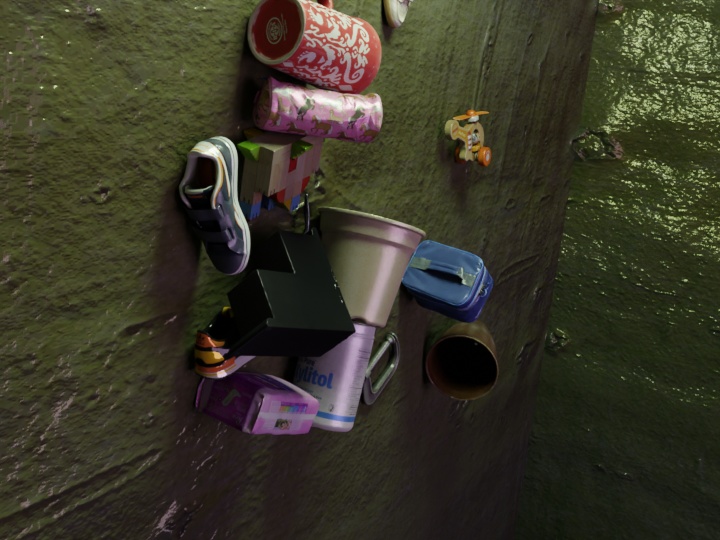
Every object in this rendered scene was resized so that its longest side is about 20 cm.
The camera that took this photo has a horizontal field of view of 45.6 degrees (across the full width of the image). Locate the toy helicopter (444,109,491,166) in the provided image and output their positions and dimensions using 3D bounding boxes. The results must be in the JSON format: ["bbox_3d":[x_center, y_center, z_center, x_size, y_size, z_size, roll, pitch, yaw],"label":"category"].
[{"bbox_3d":[0.253,-0.330,2.049,0.200,0.079,0.133,7,94,-60],"label":"toy helicopter"}]

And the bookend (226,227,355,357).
[{"bbox_3d":[-0.132,0.028,1.348,0.199,0.092,0.200,7,54,-51],"label":"bookend"}]

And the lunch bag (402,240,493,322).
[{"bbox_3d":[0.204,0.025,1.967,0.136,0.199,0.132,-65,149,-13],"label":"lunch bag"}]

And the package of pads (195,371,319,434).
[{"bbox_3d":[-0.165,0.215,1.398,0.200,0.120,0.076,22,87,-64],"label":"package of pads"}]

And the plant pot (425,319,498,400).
[{"bbox_3d":[0.280,0.210,2.260,0.200,0.186,0.188,-58,151,-62],"label":"plant pot"}]

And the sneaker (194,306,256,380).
[{"bbox_3d":[-0.187,0.089,1.352,0.200,0.070,0.090,-40,138,-49],"label":"sneaker"}]

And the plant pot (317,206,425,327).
[{"bbox_3d":[0.000,0.000,1.540,0.200,0.200,0.185,18,85,-64],"label":"plant pot"}]

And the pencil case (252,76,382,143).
[{"bbox_3d":[-0.063,-0.247,1.326,0.199,0.083,0.087,5,75,-23],"label":"pencil case"}]

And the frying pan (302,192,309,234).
[{"bbox_3d":[-0.095,-0.023,1.482,0.115,0.031,0.191,-100,-174,-55],"label":"frying pan"}]

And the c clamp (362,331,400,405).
[{"bbox_3d":[0.042,0.211,1.919,0.200,0.027,0.172,-46,140,-47],"label":"c clamp"}]

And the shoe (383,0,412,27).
[{"bbox_3d":[0.085,-0.563,1.625,0.070,0.053,0.201,-15,114,-61],"label":"shoe"}]

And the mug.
[{"bbox_3d":[-0.086,-0.366,1.334,0.133,0.178,0.200,-46,158,22],"label":"mug"}]

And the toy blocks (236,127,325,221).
[{"bbox_3d":[-0.126,-0.154,1.364,0.200,0.100,0.137,-37,145,-53],"label":"toy blocks"}]

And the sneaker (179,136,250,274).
[{"bbox_3d":[-0.212,-0.085,1.219,0.079,0.078,0.201,-32,119,-61],"label":"sneaker"}]

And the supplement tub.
[{"bbox_3d":[-0.055,0.188,1.594,0.132,0.131,0.201,18,84,-64],"label":"supplement tub"}]
